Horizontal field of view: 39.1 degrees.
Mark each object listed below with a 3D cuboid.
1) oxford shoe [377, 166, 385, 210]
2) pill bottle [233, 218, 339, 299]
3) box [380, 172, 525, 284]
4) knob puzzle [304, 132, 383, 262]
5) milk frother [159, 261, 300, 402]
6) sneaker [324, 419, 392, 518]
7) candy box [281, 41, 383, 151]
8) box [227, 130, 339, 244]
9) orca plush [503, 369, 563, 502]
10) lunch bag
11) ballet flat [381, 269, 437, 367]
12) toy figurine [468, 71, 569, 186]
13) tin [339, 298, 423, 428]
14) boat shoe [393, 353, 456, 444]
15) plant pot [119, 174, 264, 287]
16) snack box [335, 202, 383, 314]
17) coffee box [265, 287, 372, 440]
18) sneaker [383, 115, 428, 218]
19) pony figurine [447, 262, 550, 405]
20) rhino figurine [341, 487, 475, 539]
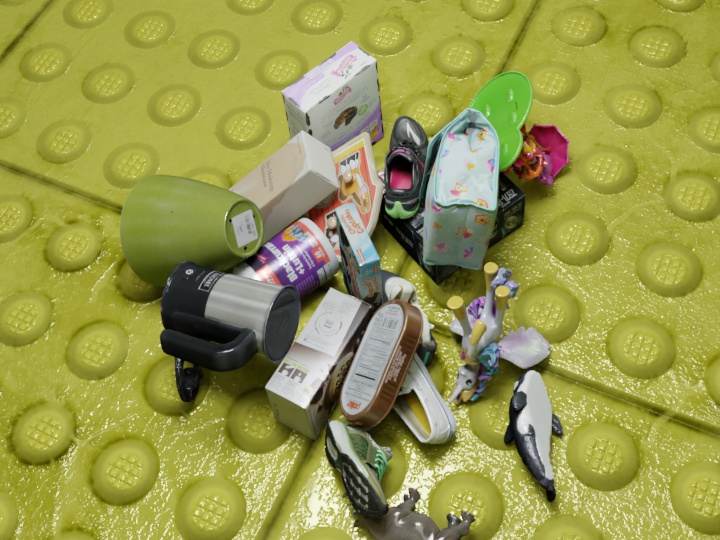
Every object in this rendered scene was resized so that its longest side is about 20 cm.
[{"bbox_3d":[0.044,-0.145,1.802,0.198,0.075,0.071,-34,79,5],"label":"oxford shoe"},{"bbox_3d":[-0.142,0.011,1.685,0.199,0.112,0.111,-36,60,-17],"label":"pill bottle"},{"bbox_3d":[0.158,-0.104,1.744,0.199,0.087,0.164,-34,60,-16],"label":"box"},{"bbox_3d":[-0.038,-0.109,1.729,0.217,0.030,0.224,-7,79,44],"label":"knob puzzle"},{"bbox_3d":[-0.202,0.112,1.564,0.185,0.201,0.182,13,55,22],"label":"milk frother"},{"bbox_3d":[0.013,0.281,1.494,0.087,0.078,0.200,-9,32,-19],"label":"sneaker"},{"bbox_3d":[-0.045,-0.278,1.811,0.167,0.201,0.071,-38,61,-19],"label":"candy box"},{"bbox_3d":[-0.137,-0.138,1.742,0.199,0.077,0.096,-36,50,26],"label":"box"},{"bbox_3d":[0.254,0.253,1.533,0.104,0.071,0.203,14,52,-41],"label":"orca plush"},{"bbox_3d":[0.157,-0.132,1.609,0.120,0.171,0.203,5,57,0],"label":"lunch bag"},{"bbox_3d":[0.076,0.064,1.651,0.072,0.073,0.202,-17,57,-6],"label":"ballet flat"},{"bbox_3d":[0.292,-0.212,1.749,0.149,0.183,0.203,-31,45,33],"label":"toy figurine"},{"bbox_3d":[0.030,0.139,1.543,0.041,0.112,0.203,27,80,-25],"label":"tin"},{"bbox_3d":[0.061,0.185,1.559,0.085,0.075,0.203,1,48,-49],"label":"boat shoe"},{"bbox_3d":[-0.259,-0.068,1.662,0.197,0.188,0.189,-1,52,38],"label":"plant pot"},{"bbox_3d":[0.000,0.000,1.624,0.037,0.201,0.117,-19,56,-9],"label":"snack box"},{"bbox_3d":[-0.058,0.145,1.589,0.079,0.114,0.201,23,62,19],"label":"coffee box"},{"bbox_3d":[0.078,-0.184,1.702,0.075,0.084,0.203,0,57,5],"label":"sneaker"},{"bbox_3d":[0.195,0.093,1.572,0.165,0.202,0.193,26,47,28],"label":"pony figurine"},{"bbox_3d":[0.060,0.362,1.468,0.197,0.060,0.088,19,58,19],"label":"rhino figurine"}]
